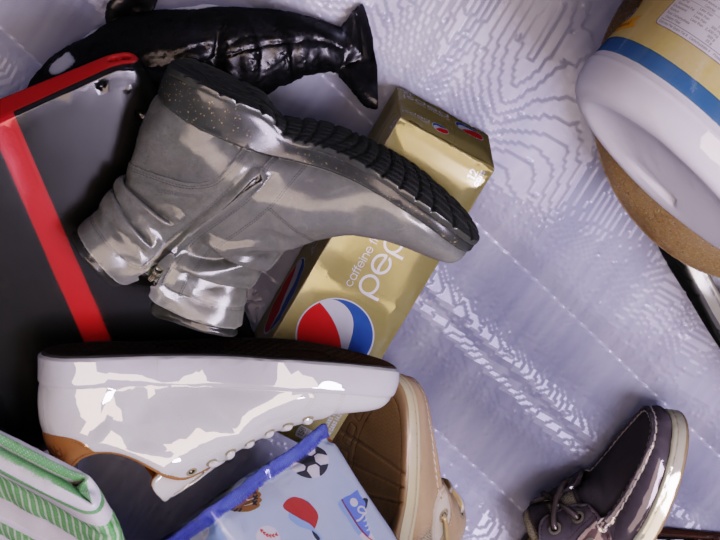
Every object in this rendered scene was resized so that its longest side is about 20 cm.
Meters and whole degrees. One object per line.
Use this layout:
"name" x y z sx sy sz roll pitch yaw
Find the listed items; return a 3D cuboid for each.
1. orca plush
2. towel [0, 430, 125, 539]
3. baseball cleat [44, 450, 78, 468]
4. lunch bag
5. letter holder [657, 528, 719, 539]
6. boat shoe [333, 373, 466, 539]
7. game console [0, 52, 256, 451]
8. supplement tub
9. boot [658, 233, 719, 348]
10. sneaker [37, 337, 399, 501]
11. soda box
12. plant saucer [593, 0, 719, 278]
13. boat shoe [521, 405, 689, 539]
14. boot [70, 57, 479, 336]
"orca plush" -0.089 -0.100 1.532 0.199 0.071 0.106 4 110 -4
"towel" -0.195 0.147 1.557 0.152 0.023 0.200 23 150 17
"baseball cleat" -0.172 0.042 1.580 0.106 0.070 0.201 -12 110 6
"lunch bag" -0.046 0.206 1.582 0.170 0.124 0.200 55 142 5
"letter holder" 0.205 0.276 1.639 0.100 0.142 0.201 5 109 -4
"boat shoe" 0.025 0.147 1.634 0.064 0.071 0.201 -18 121 -37
"game console" -0.169 -0.002 1.519 0.176 0.031 0.201 -24 115 -6
"supplement tub" 0.225 -0.120 1.437 0.200 0.145 0.145 -47 106 -7
"boot" 0.266 -0.007 1.583 0.153 0.074 0.204 -34 103 3
"sneaker" -0.078 0.082 1.517 0.199 0.073 0.085 -1 97 -4
"soda box" 0.000 0.000 1.573 0.064 0.068 0.201 27 106 -10
"plant saucer" 0.229 -0.093 1.527 0.199 0.035 0.202 0 88 -8
"boat shoe" 0.125 0.161 1.635 0.065 0.072 0.201 25 113 -15
"boot" -0.047 -0.019 1.494 0.199 0.068 0.131 25 106 -8
